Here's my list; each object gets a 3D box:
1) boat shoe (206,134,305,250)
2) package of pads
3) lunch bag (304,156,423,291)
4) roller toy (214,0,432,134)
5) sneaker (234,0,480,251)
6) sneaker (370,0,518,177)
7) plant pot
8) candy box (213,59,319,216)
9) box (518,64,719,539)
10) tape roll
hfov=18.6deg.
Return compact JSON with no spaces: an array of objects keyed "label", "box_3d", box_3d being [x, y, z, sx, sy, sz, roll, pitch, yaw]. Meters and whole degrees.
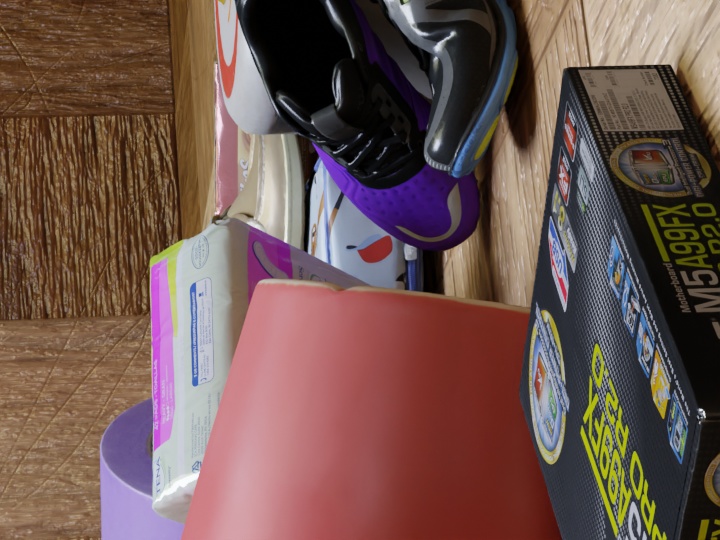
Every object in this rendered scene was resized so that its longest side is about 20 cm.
[{"label":"boat shoe","box_3d":[-0.071,-0.009,1.395,0.072,0.064,0.202,-118,31,-77]},{"label":"package of pads","box_3d":[-0.023,0.073,1.153,0.068,0.199,0.156,-28,51,34]},{"label":"lunch bag","box_3d":[0.000,0.000,1.370,0.200,0.075,0.162,141,129,-80]},{"label":"roller toy","box_3d":[-0.020,-0.171,1.239,0.183,0.138,0.202,-111,22,-64]},{"label":"sneaker","box_3d":[-0.007,-0.081,1.117,0.201,0.069,0.100,55,-165,-18]},{"label":"sneaker","box_3d":[0.031,-0.135,1.094,0.071,0.082,0.201,116,150,-64]},{"label":"plant pot","box_3d":[0.012,0.100,0.989,0.200,0.198,0.179,166,111,-81]},{"label":"candy box","box_3d":[-0.051,-0.109,1.519,0.200,0.055,0.117,-58,-30,-68]},{"label":"box","box_3d":[0.104,0.046,0.787,0.201,0.044,0.161,-103,14,-51]},{"label":"tape roll","box_3d":[-0.079,0.155,1.503,0.200,0.198,0.086,-112,22,-66]}]
